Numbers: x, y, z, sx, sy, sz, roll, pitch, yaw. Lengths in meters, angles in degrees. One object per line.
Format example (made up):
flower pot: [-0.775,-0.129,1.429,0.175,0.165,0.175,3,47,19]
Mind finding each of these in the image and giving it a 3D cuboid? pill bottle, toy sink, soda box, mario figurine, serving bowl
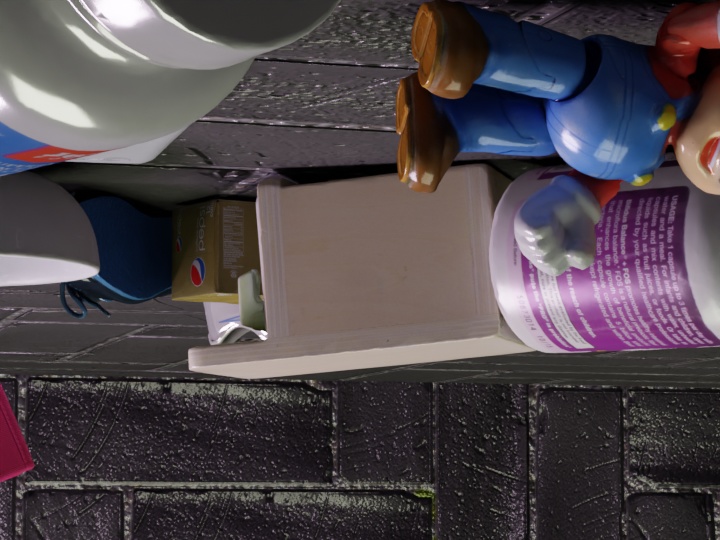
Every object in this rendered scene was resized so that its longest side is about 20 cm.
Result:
pill bottle: [0.181,-0.011,1.300,0.199,0.113,0.112,-4,173,39]
toy sink: [0.000,0.000,1.423,0.198,0.113,0.130,-7,172,16]
pill bottle: [-0.091,-0.083,0.615,0.112,0.113,0.199,5,173,-38]
soda box: [-0.029,-0.008,1.571,0.199,0.065,0.068,5,173,-33]
mario figurine: [0.118,-0.056,0.924,0.198,0.107,0.123,3,172,-9]
serving bowl: [-0.250,-0.032,1.340,0.198,0.067,0.200,1,174,0]

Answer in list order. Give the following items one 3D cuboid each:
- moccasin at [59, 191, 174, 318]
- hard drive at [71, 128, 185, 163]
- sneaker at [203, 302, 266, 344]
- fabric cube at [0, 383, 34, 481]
moccasin: [-0.169,-0.002,1.535,0.068,0.081,0.200,-13,169,16]
hard drive: [-0.144,-0.079,1.077,0.131,0.027,0.200,2,173,-14]
sneaker: [-0.036,0.031,1.843,0.198,0.088,0.075,-4,172,22]
fabric cube: [-0.356,0.083,1.508,0.198,0.198,0.200,-25,-178,-19]
